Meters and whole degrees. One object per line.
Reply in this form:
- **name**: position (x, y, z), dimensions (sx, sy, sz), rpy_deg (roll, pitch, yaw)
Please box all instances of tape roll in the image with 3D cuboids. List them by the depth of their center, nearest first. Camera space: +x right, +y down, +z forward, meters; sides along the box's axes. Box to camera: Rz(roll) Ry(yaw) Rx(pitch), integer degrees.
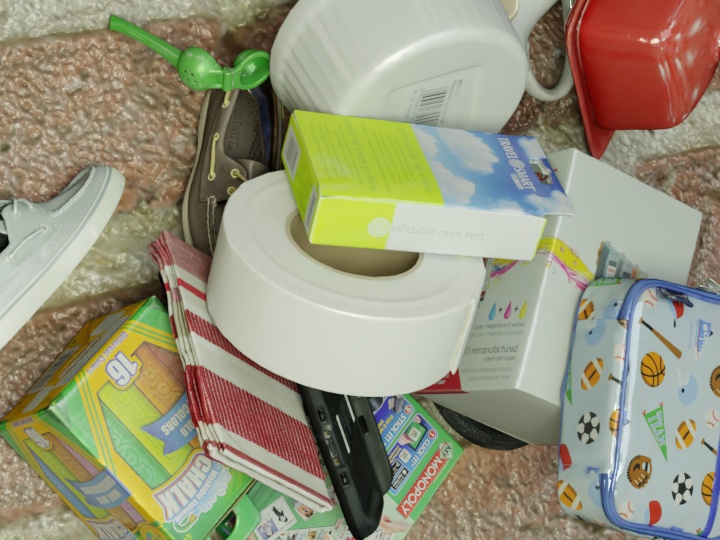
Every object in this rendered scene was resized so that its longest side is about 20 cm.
- **tape roll**: position (-0.010, 0.005, 1.436), dimensions (0.201, 0.203, 0.071), rpy_deg (-6, 127, -32)

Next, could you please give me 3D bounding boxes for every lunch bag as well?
- **lunch bag**: position (0.229, 0.102, 1.467), dimensions (0.160, 0.075, 0.201), rpy_deg (16, 81, -34)

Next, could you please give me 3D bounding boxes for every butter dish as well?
- **butter dish**: position (0.281, -0.215, 1.754), dimensions (0.201, 0.147, 0.200), rpy_deg (-63, 152, -25)

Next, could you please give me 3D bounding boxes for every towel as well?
- **towel**: position (-0.089, 0.076, 1.442), dimensions (0.144, 0.023, 0.201), rpy_deg (34, 30, -48)

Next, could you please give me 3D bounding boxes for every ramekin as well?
- **ramekin**: position (0.036, -0.158, 1.550), dimensions (0.199, 0.201, 0.098), rpy_deg (-6, 52, -32)

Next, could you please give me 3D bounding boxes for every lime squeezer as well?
- **lime squeezer**: position (-0.105, -0.170, 1.567), dimensions (0.198, 0.071, 0.038), rpy_deg (3, 121, -3)

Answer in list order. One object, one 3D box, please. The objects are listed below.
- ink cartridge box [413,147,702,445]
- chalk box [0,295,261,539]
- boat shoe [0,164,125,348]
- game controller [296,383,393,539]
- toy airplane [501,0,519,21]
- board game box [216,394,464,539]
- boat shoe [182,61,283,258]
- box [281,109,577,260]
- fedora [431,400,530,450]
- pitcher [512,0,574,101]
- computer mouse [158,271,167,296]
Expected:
- **ink cartridge box**: position (0.157, 0.024, 1.555), dimensions (0.144, 0.145, 0.201), rpy_deg (24, 73, -29)
- **chalk box**: position (-0.152, 0.140, 1.471), dimensions (0.200, 0.124, 0.125), rpy_deg (47, 60, -13)
- **boat shoe**: position (-0.256, -0.018, 1.473), dimensions (0.072, 0.070, 0.201), rpy_deg (46, 63, -19)
- **game controller**: position (-0.020, 0.110, 1.517), dimensions (0.105, 0.042, 0.201), rpy_deg (-66, 142, -57)
- **toy airplane**: position (0.011, -0.261, 1.653), dimensions (0.201, 0.198, 0.141), rpy_deg (59, 17, -16)
- **board game box**: position (-0.015, 0.178, 1.601), dimensions (0.135, 0.029, 0.200), rpy_deg (47, 60, -15)
- **boat shoe**: position (-0.097, -0.077, 1.565), dimensions (0.071, 0.059, 0.201), rpy_deg (17, 58, -24)
- **box**: position (0.049, -0.063, 1.457), dimensions (0.199, 0.048, 0.122), rpy_deg (5, 33, -17)
- **fedora**: position (0.099, 0.052, 1.658), dimensions (0.199, 0.091, 0.202), rpy_deg (3, 85, -32)
- **pitcher**: position (0.157, -0.269, 1.758), dimensions (0.171, 0.121, 0.201), rpy_deg (32, 75, -37)
- **computer mouse**: position (-0.061, 0.034, 1.588), dimensions (0.199, 0.053, 0.139), rpy_deg (-17, 67, -31)
